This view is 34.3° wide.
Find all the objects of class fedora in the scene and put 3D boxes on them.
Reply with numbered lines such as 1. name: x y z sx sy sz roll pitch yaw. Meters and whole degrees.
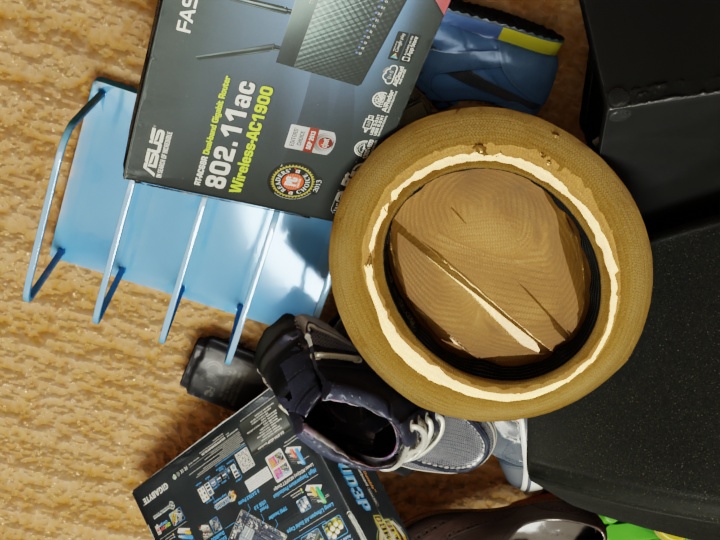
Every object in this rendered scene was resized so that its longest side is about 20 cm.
1. fedora: 0.078 -0.007 0.717 0.200 0.082 0.202 1 107 3

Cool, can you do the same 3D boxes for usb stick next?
1. usb stick: -0.039 0.105 0.897 0.199 0.033 0.056 22 117 -8

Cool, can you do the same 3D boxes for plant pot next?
1. plant pot: 0.213 0.081 0.781 0.177 0.199 0.201 -2 71 23

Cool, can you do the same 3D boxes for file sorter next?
1. file sorter: -0.113 -0.023 0.798 0.199 0.123 0.139 17 112 -7

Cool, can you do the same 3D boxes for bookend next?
1. bookend: 0.177 -0.145 0.751 0.092 0.199 0.201 -8 68 3

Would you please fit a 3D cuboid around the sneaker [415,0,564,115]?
1. sneaker: 0.034 -0.150 0.777 0.199 0.066 0.079 18 114 -7

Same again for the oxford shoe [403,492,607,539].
1. oxford shoe: 0.082 0.208 0.848 0.199 0.073 0.072 -18 88 -3

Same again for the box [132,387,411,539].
1. box: -0.068 0.187 0.851 0.200 0.046 0.159 -39 74 35

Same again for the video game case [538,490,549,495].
1. video game case: 0.141 0.301 0.978 0.200 0.026 0.181 -40 107 15

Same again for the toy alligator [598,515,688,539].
1. toy alligator: 0.229 0.188 0.917 0.199 0.059 0.055 4 71 -6

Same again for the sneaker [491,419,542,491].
1. sneaker: 0.089 0.071 0.860 0.079 0.078 0.201 -9 104 1

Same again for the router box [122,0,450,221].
1. router box: -0.045 -0.127 0.668 0.149 0.062 0.200 11 133 -14

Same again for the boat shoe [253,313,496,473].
1. boat shoe: 0.023 0.105 0.756 0.200 0.093 0.075 27 107 -30

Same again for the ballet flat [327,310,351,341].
1. ballet flat: 0.000 0.000 0.839 0.057 0.066 0.201 22 103 -9

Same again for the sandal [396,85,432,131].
1. sandal: -0.047 -0.124 0.791 0.199 0.055 0.082 14 102 3
